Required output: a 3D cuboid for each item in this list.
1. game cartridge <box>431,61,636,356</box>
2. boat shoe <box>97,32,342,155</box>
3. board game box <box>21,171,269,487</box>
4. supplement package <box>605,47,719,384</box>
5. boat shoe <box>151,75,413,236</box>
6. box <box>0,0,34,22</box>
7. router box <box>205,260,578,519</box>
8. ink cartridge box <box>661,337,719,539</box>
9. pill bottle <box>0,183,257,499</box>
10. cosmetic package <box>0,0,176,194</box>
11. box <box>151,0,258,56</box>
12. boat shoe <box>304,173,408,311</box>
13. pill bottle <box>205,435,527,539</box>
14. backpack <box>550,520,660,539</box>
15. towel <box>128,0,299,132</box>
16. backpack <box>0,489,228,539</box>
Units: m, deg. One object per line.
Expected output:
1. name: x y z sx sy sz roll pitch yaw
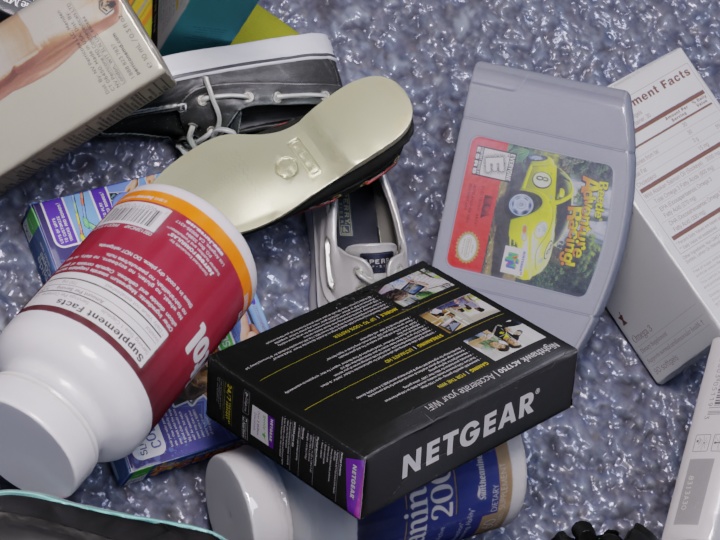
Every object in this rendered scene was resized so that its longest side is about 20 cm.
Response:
1. game cartridge: 0.125 -0.038 1.512 0.132 0.041 0.202 12 95 12
2. boat shoe: -0.106 -0.114 1.507 0.198 0.074 0.069 -12 75 -22
3. board game box: -0.136 0.034 1.459 0.134 0.034 0.201 -15 74 -25
4. supplement package: 0.230 -0.040 1.581 0.117 0.117 0.201 -29 81 -26
5. boat shoe: -0.055 -0.066 1.470 0.200 0.063 0.074 -26 73 -10
6. box: -0.279 -0.249 1.485 0.199 0.079 0.142 23 69 -9
7. router box: 0.021 0.072 1.379 0.199 0.051 0.149 -23 39 -38
8. ink cartridge box: 0.301 0.161 1.510 0.200 0.050 0.162 36 61 -35
9. pill bottle: -0.159 0.046 1.346 0.113 0.113 0.200 39 53 -2
10. cosmetic package: -0.228 -0.110 1.395 0.199 0.103 0.088 -32 91 -2
11. box: -0.099 -0.212 1.462 0.049 0.200 0.083 5 72 -17
12. boat shoe: 0.000 0.000 1.507 0.073 0.065 0.201 -7 71 -23
13. pill bottle: 0.002 0.141 1.424 0.199 0.111 0.112 -12 74 -24
14. backpack: 0.205 0.267 1.442 0.198 0.127 0.168 13 76 -16
15. towel: -0.127 -0.182 1.564 0.199 0.018 0.086 34 67 -6
16. backpack: -0.186 0.232 1.292 0.199 0.153 0.177 20 61 -23
